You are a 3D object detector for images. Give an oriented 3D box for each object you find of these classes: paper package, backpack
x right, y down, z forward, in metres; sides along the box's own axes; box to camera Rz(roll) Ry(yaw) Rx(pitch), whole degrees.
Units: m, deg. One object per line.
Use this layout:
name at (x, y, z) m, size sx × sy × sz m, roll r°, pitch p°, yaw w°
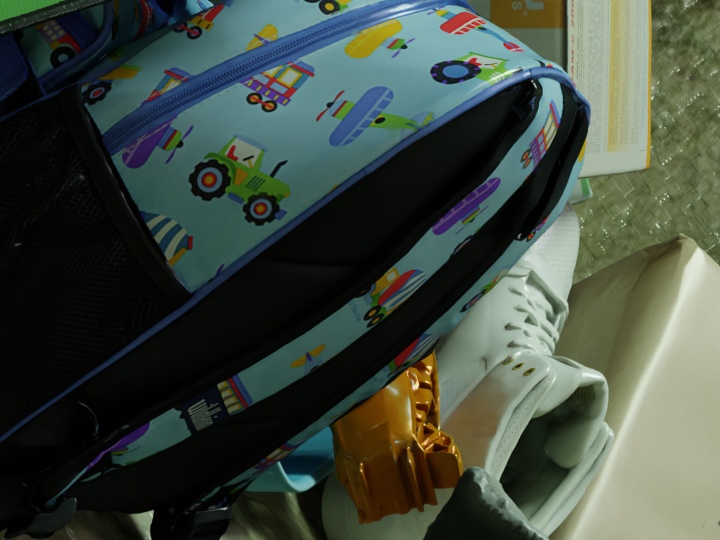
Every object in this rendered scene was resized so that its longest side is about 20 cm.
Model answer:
paper package at (0.147, 0.125, 1.057) m, size 0.191 × 0.103 × 0.200 m, roll 41°, pitch 54°, yaw -19°
backpack at (-0.038, -0.022, 0.687) m, size 0.135 × 0.200 × 0.183 m, roll 55°, pitch 8°, yaw 15°

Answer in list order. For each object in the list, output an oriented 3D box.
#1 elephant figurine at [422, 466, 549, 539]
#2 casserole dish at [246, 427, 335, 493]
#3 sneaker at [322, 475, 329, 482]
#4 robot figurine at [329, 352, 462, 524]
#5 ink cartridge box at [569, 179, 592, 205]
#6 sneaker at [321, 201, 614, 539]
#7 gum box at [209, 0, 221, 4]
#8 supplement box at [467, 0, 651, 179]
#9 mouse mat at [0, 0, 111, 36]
elephant figurine at (0.023, 0.136, 0.733) m, size 0.141 × 0.156 × 0.200 m, roll 1°, pitch 20°, yaw -23°
casserole dish at (-0.048, 0.028, 0.919) m, size 0.200 × 0.039 × 0.122 m, roll -9°, pitch 82°, yaw -83°
sneaker at (-0.002, 0.006, 1.090) m, size 0.078 × 0.070 × 0.201 m, roll 41°, pitch 43°, yaw -67°
robot figurine at (0.000, 0.000, 0.952) m, size 0.200 × 0.058 × 0.145 m, roll -95°, pitch 172°, yaw -53°
ink cartridge box at (0.035, -0.097, 1.189) m, size 0.200 × 0.087 × 0.146 m, roll -172°, pitch -110°, yaw -78°
sneaker at (0.073, 0.042, 0.997) m, size 0.115 × 0.200 × 0.074 m, roll -7°, pitch -43°, yaw 48°
gum box at (-0.103, -0.148, 0.931) m, size 0.200 × 0.170 × 0.045 m, roll 37°, pitch 53°, yaw -40°
supplement box at (0.072, -0.102, 0.988) m, size 0.200 × 0.073 × 0.127 m, roll -10°, pitch 100°, yaw -74°
mouse mat at (-0.101, -0.114, 0.679) m, size 0.200 × 0.161 × 0.008 m, roll 31°, pitch -45°, yaw 47°
